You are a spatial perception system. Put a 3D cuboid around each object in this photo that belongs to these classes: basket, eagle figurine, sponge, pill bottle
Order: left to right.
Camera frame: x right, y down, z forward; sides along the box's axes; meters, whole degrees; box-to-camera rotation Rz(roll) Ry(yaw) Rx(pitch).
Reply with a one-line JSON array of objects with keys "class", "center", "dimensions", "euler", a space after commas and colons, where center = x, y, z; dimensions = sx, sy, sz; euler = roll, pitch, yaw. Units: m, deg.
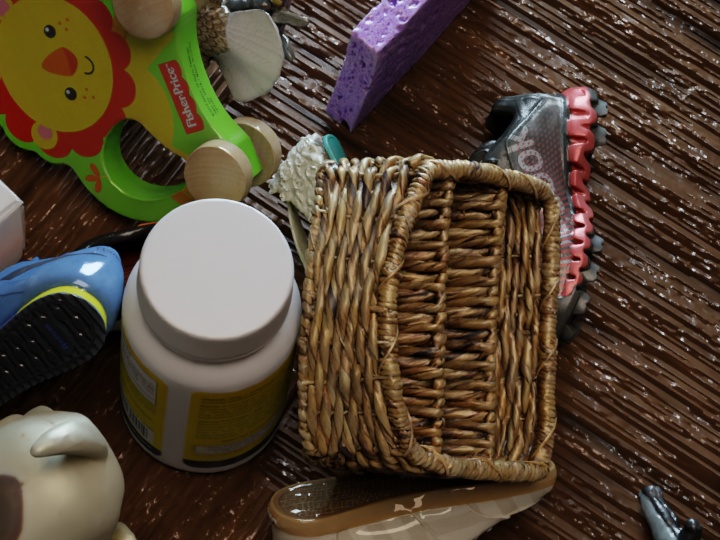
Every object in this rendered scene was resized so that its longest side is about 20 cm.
[{"class": "eagle figurine", "center": [-0.144, -0.189, 1.647], "dimensions": [0.198, 0.151, 0.153], "euler": [6, 73, -17]}, {"class": "pill bottle", "center": [-0.096, 0.042, 1.495], "dimensions": [0.113, 0.200, 0.115], "euler": [3, 64, -6]}, {"class": "sponge", "center": [0.051, -0.198, 1.682], "dimensions": [0.030, 0.112, 0.200], "euler": [37, 64, 9]}, {"class": "basket", "center": [0.046, 0.030, 1.486], "dimensions": [0.148, 0.143, 0.202], "euler": [3, 83, 13]}]

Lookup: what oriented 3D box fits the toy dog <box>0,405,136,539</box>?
[{"class": "toy dog", "center": [-0.239, 0.178, 1.422], "dimensions": [0.199, 0.194, 0.140], "euler": [-28, 83, -26]}]

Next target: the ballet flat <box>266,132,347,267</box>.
[{"class": "ballet flat", "center": [0.000, 0.000, 1.613], "dimensions": [0.071, 0.072, 0.201], "euler": [-25, 73, -19]}]

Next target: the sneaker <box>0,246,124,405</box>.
[{"class": "sneaker", "center": [-0.234, 0.040, 1.503], "dimensions": [0.199, 0.066, 0.079], "euler": [-23, 29, 23]}]

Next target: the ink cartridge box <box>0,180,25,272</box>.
[{"class": "ink cartridge box", "center": [-0.341, -0.050, 1.570], "dimensions": [0.200, 0.085, 0.146], "euler": [44, 66, 11]}]

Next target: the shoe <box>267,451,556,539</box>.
[{"class": "shoe", "center": [0.035, 0.158, 1.547], "dimensions": [0.198, 0.054, 0.070], "euler": [-9, 23, -15]}]

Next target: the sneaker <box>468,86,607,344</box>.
[{"class": "sneaker", "center": [0.120, -0.041, 1.641], "dimensions": [0.097, 0.071, 0.202], "euler": [7, 62, -5]}]

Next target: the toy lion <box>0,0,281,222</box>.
[{"class": "toy lion", "center": [-0.174, -0.125, 1.600], "dimensions": [0.069, 0.191, 0.201], "euler": [-45, 116, -57]}]

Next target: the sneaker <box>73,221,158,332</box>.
[{"class": "sneaker", "center": [-0.198, 0.017, 1.554], "dimensions": [0.199, 0.090, 0.070], "euler": [-24, 70, -18]}]

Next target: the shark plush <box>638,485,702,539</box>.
[{"class": "shark plush", "center": [0.207, 0.232, 1.528], "dimensions": [0.083, 0.091, 0.201], "euler": [-19, 71, 16]}]
